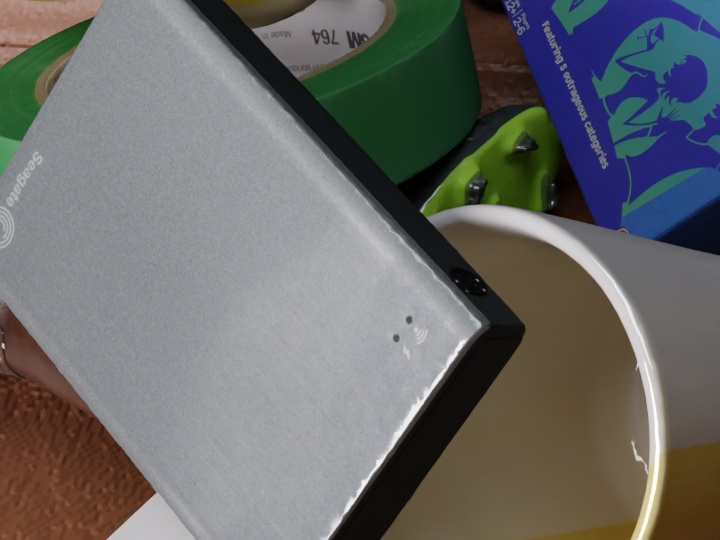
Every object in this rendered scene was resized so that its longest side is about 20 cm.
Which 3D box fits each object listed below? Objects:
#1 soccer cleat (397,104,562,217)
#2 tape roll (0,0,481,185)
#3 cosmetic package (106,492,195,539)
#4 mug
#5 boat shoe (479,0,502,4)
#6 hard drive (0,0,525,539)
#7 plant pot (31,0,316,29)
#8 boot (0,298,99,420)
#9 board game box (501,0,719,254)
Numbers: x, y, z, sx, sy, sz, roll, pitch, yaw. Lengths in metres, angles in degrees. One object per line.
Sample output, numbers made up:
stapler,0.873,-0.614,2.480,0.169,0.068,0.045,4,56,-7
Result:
soccer cleat,0.000,0.000,1.121,0.081,0.068,0.200,28,67,40
tape roll,-0.053,-0.068,1.134,0.200,0.048,0.200,-11,22,5
cosmetic package,-0.052,0.118,1.035,0.200,0.083,0.051,-42,46,-17
mug,0.085,0.069,0.997,0.149,0.153,0.187,18,103,39
boat shoe,0.051,-0.209,1.251,0.076,0.074,0.200,-20,52,0
hard drive,-0.047,0.004,0.983,0.200,0.033,0.140,48,118,28
plant pot,-0.092,-0.189,1.159,0.201,0.201,0.189,-41,47,-16
boot,-0.136,0.041,1.094,0.200,0.064,0.186,20,58,45
board game box,0.159,-0.109,1.098,0.200,0.045,0.152,-35,59,25
